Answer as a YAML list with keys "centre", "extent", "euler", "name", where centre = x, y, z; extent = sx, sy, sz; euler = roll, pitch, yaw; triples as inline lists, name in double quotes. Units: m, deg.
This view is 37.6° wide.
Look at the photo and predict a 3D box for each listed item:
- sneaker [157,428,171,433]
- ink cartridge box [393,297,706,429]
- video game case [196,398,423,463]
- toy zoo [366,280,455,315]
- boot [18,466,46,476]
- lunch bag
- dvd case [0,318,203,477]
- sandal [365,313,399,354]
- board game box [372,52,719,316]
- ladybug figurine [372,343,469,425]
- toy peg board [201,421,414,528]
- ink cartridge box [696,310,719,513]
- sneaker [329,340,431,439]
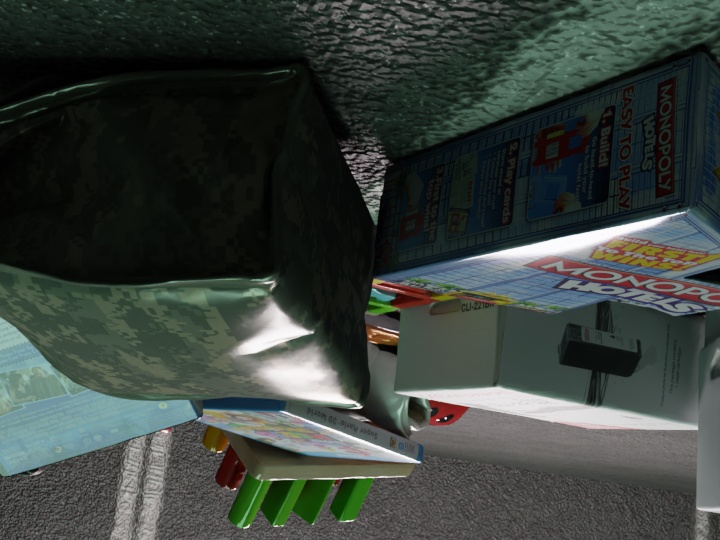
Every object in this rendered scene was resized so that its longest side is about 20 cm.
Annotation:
- centre: [-0.232, 0.069, 0.893]
  extent: [0.198, 0.114, 0.071]
  euler: [22, 178, 3]
  name: "sneaker"
- centre: [0.143, 0.064, 0.791]
  extent: [0.198, 0.085, 0.144]
  euler: [14, 167, -25]
  name: "ink cartridge box"
- centre: [-0.057, 0.130, 0.881]
  extent: [0.142, 0.018, 0.199]
  euler: [-4, 159, 35]
  name: "video game case"
- centre: [0.000, 0.000, 0.734]
  extent: [0.130, 0.021, 0.199]
  euler: [13, 166, -25]
  name: "toy zoo"
- centre: [-0.212, 0.051, 0.723]
  extent: [0.068, 0.177, 0.200]
  euler: [8, 169, -2]
  name: "boot"
- centre: [-0.102, -0.009, 0.501]
  extent: [0.197, 0.119, 0.164]
  euler: [-1, 155, 14]
  name: "lunch bag"
- centre: [-0.195, 0.034, 0.625]
  extent: [0.141, 0.018, 0.202]
  euler: [-17, 125, 6]
  name: "dvd case"
- centre: [0.041, 0.082, 0.983]
  extent: [0.204, 0.060, 0.079]
  euler: [15, 166, -30]
  name: "sandal"
- centre: [0.131, -0.022, 0.469]
  extent: [0.197, 0.063, 0.200]
  euler: [11, 168, -16]
  name: "board game box"
- centre: [0.054, 0.121, 1.121]
  extent: [0.134, 0.073, 0.199]
  euler: [-4, 164, 39]
  name: "ladybug figurine"
- centre: [-0.084, 0.175, 1.101]
  extent: [0.198, 0.099, 0.199]
  euler: [9, -154, -40]
  name: "toy peg board"
- centre: [0.323, 0.091, 0.667]
  extent: [0.197, 0.147, 0.145]
  euler: [6, 168, 9]
  name: "ink cartridge box"
- centre: [0.005, 0.125, 0.953]
  extent: [0.114, 0.074, 0.201]
  euler: [26, 155, 10]
  name: "sneaker"
